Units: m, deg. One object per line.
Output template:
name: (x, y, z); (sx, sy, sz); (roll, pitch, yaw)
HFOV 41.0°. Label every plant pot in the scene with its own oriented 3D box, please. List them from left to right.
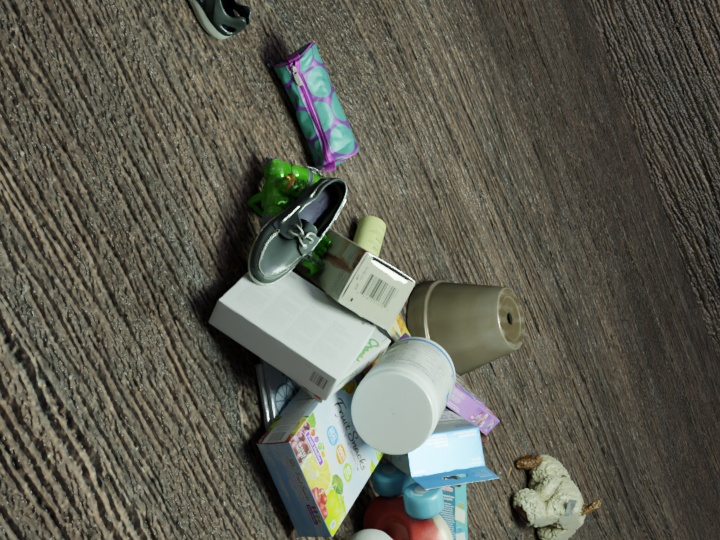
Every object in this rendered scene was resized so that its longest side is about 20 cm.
plant pot: (0.211, 0.106, 1.831); (0.199, 0.172, 0.202); (25, 60, -52)

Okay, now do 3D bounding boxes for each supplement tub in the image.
supplement tub: (0.070, 0.188, 1.484); (0.200, 0.131, 0.133); (-40, 113, -71)

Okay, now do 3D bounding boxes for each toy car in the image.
toy car: (0.026, 0.431, 1.489); (0.199, 0.176, 0.186); (-18, 109, -30)

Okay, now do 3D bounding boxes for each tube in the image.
tube: (0.000, 0.000, 1.661); (0.058, 0.052, 0.201); (20, 59, -6)

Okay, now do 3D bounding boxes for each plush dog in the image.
plush dog: (0.413, 0.470, 2.062); (0.200, 0.160, 0.173); (48, 16, -40)

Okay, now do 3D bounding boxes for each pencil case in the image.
pencil case: (-0.075, -0.270, 1.603); (0.093, 0.084, 0.201); (-64, 132, -66)

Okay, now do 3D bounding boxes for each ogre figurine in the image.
ogre figurine: (-0.103, -0.094, 1.478); (0.119, 0.098, 0.202); (31, 61, -35)

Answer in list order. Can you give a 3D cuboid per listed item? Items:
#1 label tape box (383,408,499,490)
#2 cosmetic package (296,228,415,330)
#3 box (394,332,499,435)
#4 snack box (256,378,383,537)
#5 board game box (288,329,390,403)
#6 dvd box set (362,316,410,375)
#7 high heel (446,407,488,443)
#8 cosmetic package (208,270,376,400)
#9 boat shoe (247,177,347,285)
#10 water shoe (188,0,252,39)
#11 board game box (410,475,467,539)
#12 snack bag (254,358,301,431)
label tape box: (0.113, 0.277, 1.552); (0.143, 0.200, 0.064); (-2, 102, -28)
cosmetic package: (-0.011, 0.007, 1.475); (0.103, 0.200, 0.088); (30, 91, -27)
box: (0.151, 0.201, 1.695); (0.200, 0.039, 0.137); (40, 5, -44)
snack box: (-0.053, 0.264, 1.433); (0.200, 0.067, 0.170); (-51, 125, -53)
board game box: (-0.052, 0.112, 1.448); (0.126, 0.035, 0.200); (38, 30, 13)
dvd box set: (0.061, 0.170, 1.707); (0.201, 0.029, 0.147); (61, 36, -23)
high heel: (0.166, 0.260, 1.726); (0.200, 0.095, 0.068); (52, 48, -57)
cosmetic package: (-0.094, 0.077, 1.374); (0.199, 0.052, 0.151); (33, 36, 6)
boat shoe: (-0.088, -0.062, 1.385); (0.073, 0.062, 0.200); (45, 66, -12)
water shoe: (-0.232, -0.441, 1.425); (0.200, 0.078, 0.072); (53, 39, -32)
board game box: (0.135, 0.447, 1.708); (0.151, 0.047, 0.202); (27, 57, -50)
snack bag: (-0.099, 0.138, 1.482); (0.188, 0.021, 0.202); (-2, 81, -58)
